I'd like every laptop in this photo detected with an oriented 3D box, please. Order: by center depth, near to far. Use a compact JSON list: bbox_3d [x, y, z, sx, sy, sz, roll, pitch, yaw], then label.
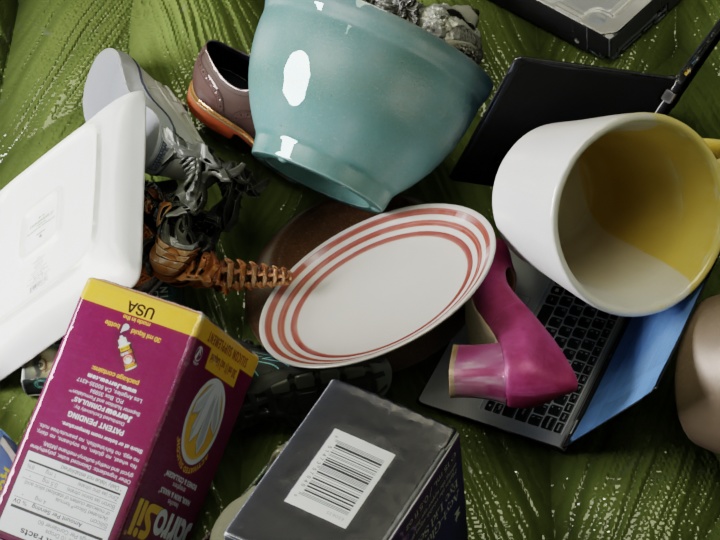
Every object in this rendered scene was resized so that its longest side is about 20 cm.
[{"bbox_3d":[0.167,0.031,1.664,0.199,0.116,0.188,17,53,20],"label":"laptop"},{"bbox_3d":[0.194,-0.151,1.740,0.116,0.187,0.200,36,59,5],"label":"laptop"}]

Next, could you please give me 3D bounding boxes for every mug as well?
[{"bbox_3d":[0.191,-0.046,1.637,0.186,0.150,0.153,14,2,-25],"label":"mug"}]

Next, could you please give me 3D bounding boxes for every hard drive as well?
[{"bbox_3d":[0.194,-0.282,1.980,0.200,0.038,0.140,34,61,29],"label":"hard drive"}]

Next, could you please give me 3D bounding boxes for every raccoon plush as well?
[{"bbox_3d":[0.018,-0.177,1.907,0.200,0.097,0.134,-43,67,8],"label":"raccoon plush"}]

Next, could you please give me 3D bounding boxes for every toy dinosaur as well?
[{"bbox_3d":[-0.141,-0.033,1.750,0.199,0.102,0.136,25,88,5],"label":"toy dinosaur"}]

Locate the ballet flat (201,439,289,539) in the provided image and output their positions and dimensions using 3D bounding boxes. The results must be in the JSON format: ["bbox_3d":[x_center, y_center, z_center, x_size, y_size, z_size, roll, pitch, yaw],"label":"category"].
[{"bbox_3d":[-0.065,0.176,1.599,0.069,0.071,0.200,25,56,26],"label":"ballet flat"}]

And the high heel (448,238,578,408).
[{"bbox_3d":[0.125,0.036,1.647,0.095,0.068,0.200,1,28,10],"label":"high heel"}]

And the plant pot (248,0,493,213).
[{"bbox_3d":[-0.010,-0.129,1.739,0.200,0.200,0.135,21,83,23],"label":"plant pot"}]

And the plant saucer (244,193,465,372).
[{"bbox_3d":[0.000,0.000,1.756,0.199,0.037,0.201,-6,48,6],"label":"plant saucer"}]

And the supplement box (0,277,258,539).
[{"bbox_3d":[-0.170,0.125,1.571,0.103,0.131,0.201,17,80,20],"label":"supplement box"}]

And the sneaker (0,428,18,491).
[{"bbox_3d":[-0.315,0.136,1.671,0.074,0.082,0.200,-48,36,3],"label":"sneaker"}]

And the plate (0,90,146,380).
[{"bbox_3d":[-0.249,-0.031,1.741,0.199,0.032,0.201,-32,44,33],"label":"plate"}]

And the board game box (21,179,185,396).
[{"bbox_3d":[-0.214,0.013,1.785,0.135,0.028,0.201,-7,49,0],"label":"board game box"}]

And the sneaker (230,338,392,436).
[{"bbox_3d":[-0.076,0.083,1.678,0.199,0.076,0.079,-10,47,-2],"label":"sneaker"}]

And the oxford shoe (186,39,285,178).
[{"bbox_3d":[-0.061,-0.132,1.847,0.199,0.073,0.071,26,49,11],"label":"oxford shoe"}]

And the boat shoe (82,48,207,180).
[{"bbox_3d":[-0.185,-0.133,1.884,0.070,0.071,0.200,20,15,-33],"label":"boat shoe"}]

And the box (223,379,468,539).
[{"bbox_3d":[-0.004,0.201,1.484,0.104,0.200,0.148,21,56,23],"label":"box"}]

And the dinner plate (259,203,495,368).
[{"bbox_3d":[0.015,0.016,1.667,0.199,0.024,0.200,-21,28,12],"label":"dinner plate"}]

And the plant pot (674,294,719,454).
[{"bbox_3d":[0.329,0.079,1.571,0.174,0.201,0.201,5,48,33],"label":"plant pot"}]
